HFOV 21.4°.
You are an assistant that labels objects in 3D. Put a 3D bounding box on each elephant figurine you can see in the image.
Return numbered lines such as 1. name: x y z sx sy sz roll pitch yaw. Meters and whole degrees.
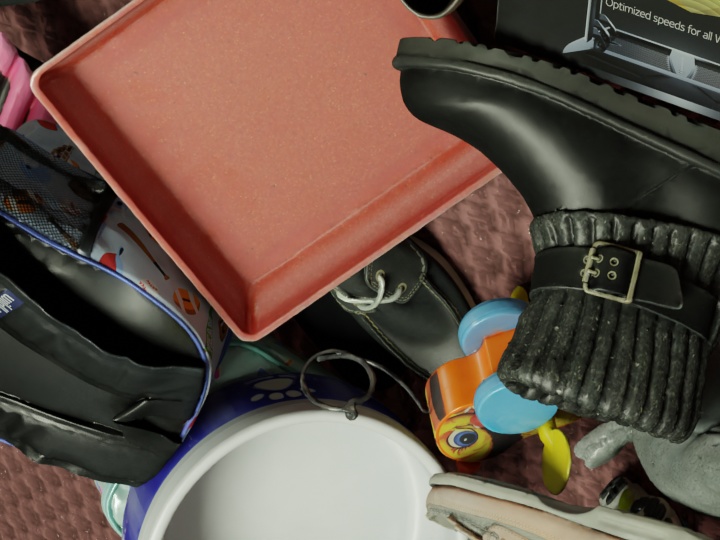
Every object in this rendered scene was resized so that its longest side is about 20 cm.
1. elephant figurine: 0.250 0.113 1.005 0.200 0.142 0.155 39 176 -30

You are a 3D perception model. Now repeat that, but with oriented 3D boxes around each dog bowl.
1. dog bowl: -0.040 0.165 1.140 0.200 0.200 0.079 58 174 -22

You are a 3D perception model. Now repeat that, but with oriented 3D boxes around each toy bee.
1. toy bee: 0.079 0.066 1.089 0.199 0.131 0.109 6 142 14

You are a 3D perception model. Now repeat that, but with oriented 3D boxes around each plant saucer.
1. plant saucer: -0.038 -0.090 1.009 0.200 0.037 0.200 -34 118 7

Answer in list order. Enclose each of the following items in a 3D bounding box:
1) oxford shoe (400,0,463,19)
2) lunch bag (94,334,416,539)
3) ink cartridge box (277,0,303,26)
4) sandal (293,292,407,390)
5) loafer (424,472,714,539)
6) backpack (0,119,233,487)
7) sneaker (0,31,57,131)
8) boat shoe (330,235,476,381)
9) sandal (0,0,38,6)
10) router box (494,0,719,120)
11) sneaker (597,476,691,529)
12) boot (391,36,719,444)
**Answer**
1. oxford shoe: 0.043 -0.205 0.875 0.072 0.085 0.201 4 128 9
2. lunch bag: -0.060 0.134 1.209 0.200 0.161 0.077 34 -178 -22
3. ink cartridge box: -0.076 -0.167 1.044 0.109 0.050 0.200 -5 124 40
4. sandal: -0.043 0.000 1.184 0.200 0.043 0.076 48 140 -10
5. loafer: 0.103 0.154 1.030 0.072 0.063 0.200 26 167 -40
6. backpack: -0.168 0.024 1.084 0.190 0.154 0.200 32 133 -2
7. sneaker: -0.208 -0.102 1.153 0.200 0.079 0.095 28 -174 -25
8. boat shoe: 0.000 0.000 1.123 0.072 0.068 0.200 -32 107 27
9. sandal: -0.231 -0.167 1.150 0.200 0.075 0.048 1 138 37
10. router box: 0.163 -0.149 0.870 0.199 0.052 0.158 23 138 20
11. sneaker: 0.177 0.171 1.095 0.079 0.200 0.078 30 99 -4
12. boot: 0.092 -0.017 0.951 0.210 0.158 0.079 23 -179 9
